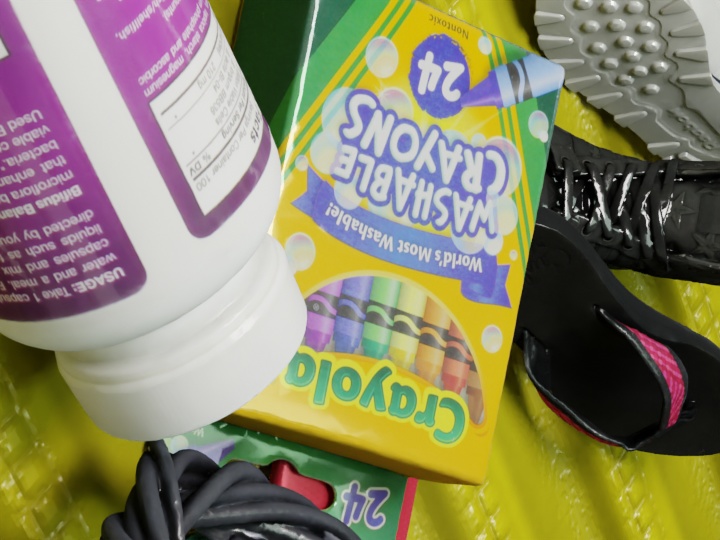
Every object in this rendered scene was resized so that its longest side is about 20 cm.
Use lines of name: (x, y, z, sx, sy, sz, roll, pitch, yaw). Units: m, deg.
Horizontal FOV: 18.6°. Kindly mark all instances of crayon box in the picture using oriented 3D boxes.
crayon box: (0.000, 0.000, 0.826, 0.125, 0.051, 0.202, 19, 79, -36)

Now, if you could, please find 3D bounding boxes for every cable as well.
cable: (-0.018, 0.141, 0.747, 0.163, 0.051, 0.201, -13, 73, -57)

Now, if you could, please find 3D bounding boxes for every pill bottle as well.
pill bottle: (-0.091, -0.048, 0.684, 0.112, 0.112, 0.201, -50, 129, -36)

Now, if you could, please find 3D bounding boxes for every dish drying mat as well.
dish drying mat: (-0.003, 0.056, 0.870, 0.076, 0.018, 0.202, 17, 79, -40)

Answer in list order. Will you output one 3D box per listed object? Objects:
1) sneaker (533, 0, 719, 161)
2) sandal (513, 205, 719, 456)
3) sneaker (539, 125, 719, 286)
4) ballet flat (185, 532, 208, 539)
sneaker: (0.138, -0.115, 1.005, 0.200, 0.076, 0.081, 42, 50, -49)
sandal: (0.105, 0.042, 0.958, 0.200, 0.075, 0.045, 39, 33, -41)
sneaker: (0.130, -0.028, 0.964, 0.199, 0.104, 0.061, 14, 83, -51)
ballet flat: (-0.059, 0.191, 0.770, 0.067, 0.071, 0.202, 8, 54, -24)
